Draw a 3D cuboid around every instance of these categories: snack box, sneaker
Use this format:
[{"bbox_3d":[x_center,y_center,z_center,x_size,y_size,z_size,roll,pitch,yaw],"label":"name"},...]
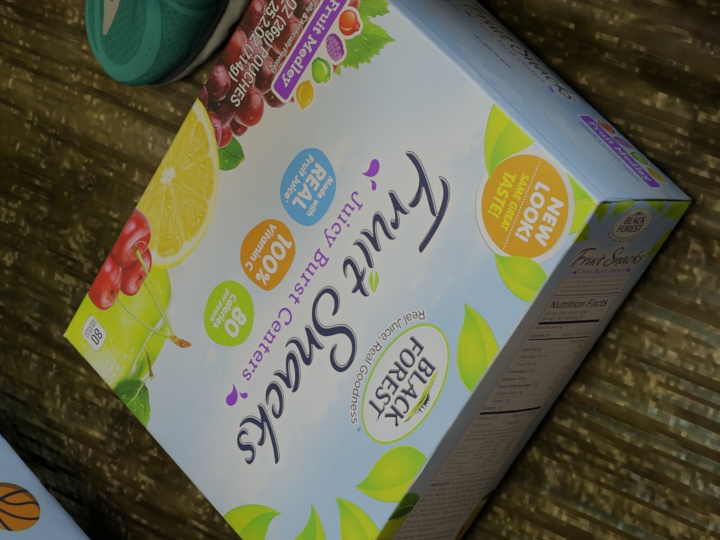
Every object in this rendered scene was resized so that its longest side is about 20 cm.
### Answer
[{"bbox_3d":[0.000,0.000,0.948,0.169,0.068,0.200,47,120,27],"label":"snack box"},{"bbox_3d":[-0.081,-0.142,0.972,0.078,0.080,0.200,45,145,18],"label":"sneaker"}]

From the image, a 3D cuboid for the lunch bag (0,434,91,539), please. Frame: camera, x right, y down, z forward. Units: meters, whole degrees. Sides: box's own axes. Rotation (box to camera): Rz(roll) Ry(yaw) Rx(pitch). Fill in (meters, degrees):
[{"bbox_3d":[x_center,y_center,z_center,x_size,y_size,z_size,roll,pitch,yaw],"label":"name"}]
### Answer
[{"bbox_3d":[-0.191,0.178,1.080,0.170,0.124,0.200,48,133,26],"label":"lunch bag"}]
